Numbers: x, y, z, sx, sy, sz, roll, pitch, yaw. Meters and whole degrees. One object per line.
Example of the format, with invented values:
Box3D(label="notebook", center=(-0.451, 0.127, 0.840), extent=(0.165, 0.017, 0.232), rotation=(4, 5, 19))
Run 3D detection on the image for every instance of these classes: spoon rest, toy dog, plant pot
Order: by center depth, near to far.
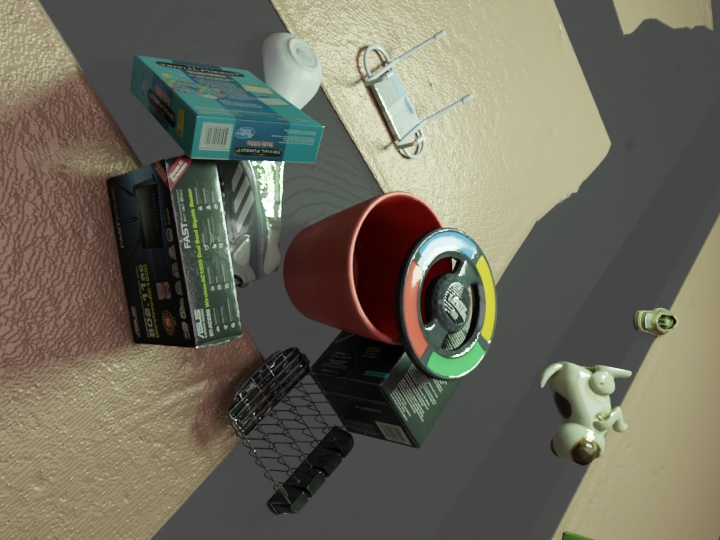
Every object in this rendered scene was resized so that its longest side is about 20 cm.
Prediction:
Box3D(label="spoon rest", center=(-0.097, -0.249, 0.900), extent=(0.099, 0.060, 0.201), rotation=(27, 47, -32))
Box3D(label="plant pot", center=(0.000, 0.000, 0.907), extent=(0.199, 0.176, 0.203), rotation=(4, 84, -42))
Box3D(label="toy dog", center=(0.453, 0.294, 1.340), extent=(0.192, 0.139, 0.202), rotation=(12, 79, -28))

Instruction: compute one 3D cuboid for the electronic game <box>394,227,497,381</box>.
Box3D(label="electronic game", center=(0.117, 0.044, 0.865), extent=(0.199, 0.041, 0.202), rotation=(3, 86, -43))

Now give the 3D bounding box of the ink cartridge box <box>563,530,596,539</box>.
Box3D(label="ink cartridge box", center=(0.475, 0.670, 1.376), extent=(0.147, 0.075, 0.202), rotation=(32, 68, -37))

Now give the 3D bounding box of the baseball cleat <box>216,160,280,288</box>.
Box3D(label="baseball cleat", center=(-0.163, -0.075, 0.803), extent=(0.106, 0.069, 0.201), rotation=(-35, 111, -36))

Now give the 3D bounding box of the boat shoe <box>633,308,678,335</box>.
Box3D(label="boat shoe", center=(0.777, 0.134, 1.686), extent=(0.199, 0.076, 0.072), rotation=(-1, 88, -43))

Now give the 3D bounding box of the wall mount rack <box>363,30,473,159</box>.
Box3D(label="wall mount rack", center=(0.094, -0.294, 1.080), extent=(0.174, 0.074, 0.201), rotation=(-46, 118, -35))

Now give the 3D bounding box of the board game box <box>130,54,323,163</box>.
Box3D(label="board game box", center=(-0.158, -0.185, 0.754), extent=(0.150, 0.200, 0.047), rotation=(-4, 123, -37))

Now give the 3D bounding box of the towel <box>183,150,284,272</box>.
Box3D(label="towel", center=(-0.169, -0.101, 0.863), extent=(0.148, 0.031, 0.202), rotation=(6, 86, -40))

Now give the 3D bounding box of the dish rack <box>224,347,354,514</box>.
Box3D(label="dish rack", center=(-0.098, 0.212, 0.890), extent=(0.153, 0.054, 0.201), rotation=(-43, 114, -37))

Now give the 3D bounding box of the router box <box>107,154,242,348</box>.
Box3D(label="router box", center=(-0.210, -0.018, 0.732), extent=(0.062, 0.149, 0.202), rotation=(-11, 95, -42))

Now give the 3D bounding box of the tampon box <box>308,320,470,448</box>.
Box3D(label="tampon box", center=(0.056, 0.131, 0.966), extent=(0.200, 0.149, 0.127), rotation=(-48, 122, -33))
